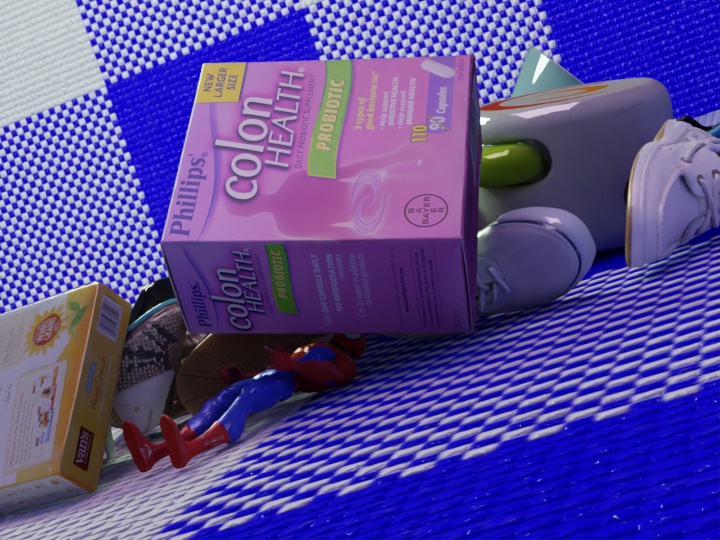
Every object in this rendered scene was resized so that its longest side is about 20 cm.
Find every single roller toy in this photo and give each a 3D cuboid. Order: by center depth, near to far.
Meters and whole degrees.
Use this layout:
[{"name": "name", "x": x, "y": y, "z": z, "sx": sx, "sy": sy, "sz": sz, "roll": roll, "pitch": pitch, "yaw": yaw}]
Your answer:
[{"name": "roller toy", "x": 0.185, "y": -0.083, "z": 1.262, "sx": 0.198, "sy": 0.141, "sz": 0.182, "roll": -11, "pitch": 10, "yaw": 2}]

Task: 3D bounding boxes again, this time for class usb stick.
[{"name": "usb stick", "x": -0.185, "y": 0.066, "z": 1.242, "sx": 0.055, "sy": 0.033, "sz": 0.200, "roll": -10, "pitch": -27, "yaw": -32}]

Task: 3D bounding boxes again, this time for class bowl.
[{"name": "bowl", "x": 0.215, "y": -0.120, "z": 1.465, "sx": 0.105, "sy": 0.200, "sz": 0.201, "roll": -51, "pitch": -1, "yaw": 9}]

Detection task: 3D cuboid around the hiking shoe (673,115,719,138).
[{"name": "hiking shoe", "x": 0.365, "y": -0.122, "z": 1.291, "sx": 0.199, "sy": 0.087, "sz": 0.074, "roll": -18, "pitch": 4, "yaw": 22}]

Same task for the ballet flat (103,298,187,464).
[{"name": "ballet flat", "x": -0.186, "y": 0.097, "z": 1.042, "sx": 0.199, "sy": 0.076, "sz": 0.068, "roll": -31, "pitch": -10, "yaw": 18}]

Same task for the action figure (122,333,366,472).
[{"name": "action figure", "x": -0.064, "y": 0.077, "z": 0.977, "sx": 0.065, "sy": 0.052, "sz": 0.199, "roll": -20, "pitch": 0, "yaw": 44}]

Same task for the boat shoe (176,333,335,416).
[{"name": "boat shoe", "x": -0.053, "y": 0.035, "z": 1.076, "sx": 0.200, "sy": 0.071, "sz": 0.069, "roll": -38, "pitch": -6, "yaw": -11}]

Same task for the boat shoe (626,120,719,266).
[{"name": "boat shoe", "x": 0.238, "y": -0.059, "z": 1.068, "sx": 0.069, "sy": 0.071, "sz": 0.200, "roll": 10, "pitch": 29, "yaw": 19}]

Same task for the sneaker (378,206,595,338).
[{"name": "sneaker", "x": 0.082, "y": 0.014, "z": 1.058, "sx": 0.199, "sy": 0.073, "sz": 0.071, "roll": -23, "pitch": 16, "yaw": 47}]

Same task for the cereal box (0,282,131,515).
[{"name": "cereal box", "x": -0.252, "y": 0.099, "z": 1.009, "sx": 0.199, "sy": 0.145, "sz": 0.039, "roll": -17, "pitch": -38, "yaw": 32}]

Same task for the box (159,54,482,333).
[{"name": "box", "x": -0.019, "y": -0.054, "z": 1.013, "sx": 0.198, "sy": 0.097, "sz": 0.177, "roll": -1, "pitch": 49, "yaw": 10}]

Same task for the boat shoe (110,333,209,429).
[{"name": "boat shoe", "x": -0.111, "y": 0.072, "z": 1.150, "sx": 0.199, "sy": 0.072, "sz": 0.076, "roll": -18, "pitch": -14, "yaw": -29}]
